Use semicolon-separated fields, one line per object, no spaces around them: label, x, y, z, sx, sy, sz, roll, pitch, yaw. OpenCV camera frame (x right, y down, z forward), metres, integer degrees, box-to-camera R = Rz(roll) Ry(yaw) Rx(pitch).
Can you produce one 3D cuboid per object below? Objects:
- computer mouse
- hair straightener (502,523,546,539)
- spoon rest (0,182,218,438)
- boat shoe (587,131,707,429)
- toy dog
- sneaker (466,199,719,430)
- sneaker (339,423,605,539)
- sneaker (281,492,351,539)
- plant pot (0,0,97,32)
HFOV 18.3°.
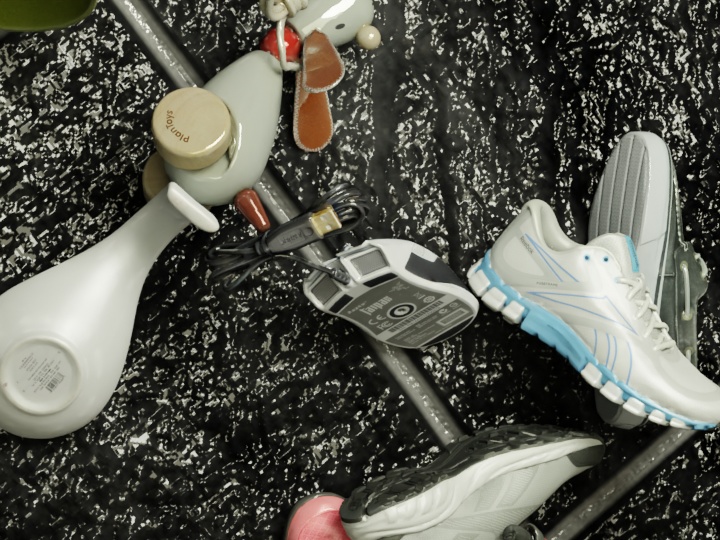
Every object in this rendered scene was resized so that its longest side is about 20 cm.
computer mouse;0.000;0.000;1.420;0.200;0.109;0.044;27;39;-50
hair straightener;0.134;0.230;1.460;0.200;0.041;0.077;41;80;-41
spoon rest;-0.167;0.023;1.395;0.099;0.061;0.200;41;102;-15
boat shoe;0.198;0.006;1.507;0.071;0.072;0.201;-1;101;-23
toy dog;-0.051;-0.099;1.411;0.096;0.132;0.200;41;89;11
sneaker;0.164;0.025;1.437;0.200;0.075;0.087;36;108;20
sneaker;0.077;0.153;1.456;0.199;0.074;0.080;-22;102;-28
sneaker;0.005;0.240;1.437;0.073;0.087;0.201;-16;94;-15
plant pot;-0.222;-0.276;1.340;0.186;0.187;0.201;19;70;-15
